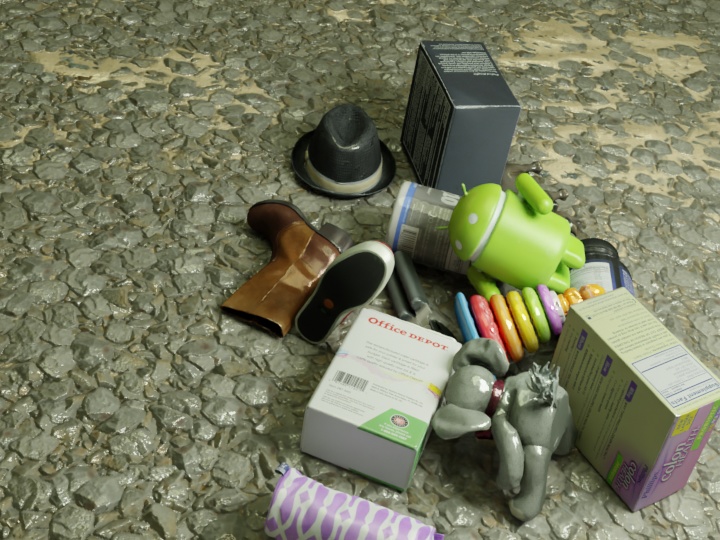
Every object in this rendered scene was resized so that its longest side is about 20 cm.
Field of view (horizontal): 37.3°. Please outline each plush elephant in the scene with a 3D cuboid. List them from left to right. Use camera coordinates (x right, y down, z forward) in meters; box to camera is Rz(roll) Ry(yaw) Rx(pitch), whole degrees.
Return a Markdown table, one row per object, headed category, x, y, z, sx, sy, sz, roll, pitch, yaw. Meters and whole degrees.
| category | x | y | z | sx | sy | sz | roll | pitch | yaw |
| --- | --- | --- | --- | --- | --- | --- | --- | --- | --- |
| plush elephant | 0.167 | 0.175 | 1.295 | 0.153 | 0.202 | 0.165 | 13 | 45 | 26 |

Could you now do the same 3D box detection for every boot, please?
| category | x | y | z | sx | sy | sz | roll | pitch | yaw |
| --- | --- | --- | --- | --- | --- | --- | --- | --- | --- |
| boot | -0.133 | -0.002 | 1.531 | 0.186 | 0.069 | 0.200 | 27 | 55 | 20 |
| boot | 0.000 | 0.000 | 1.437 | 0.072 | 0.200 | 0.144 | 43 | 44 | -1 |

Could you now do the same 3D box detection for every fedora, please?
| category | x | y | z | sx | sy | sz | roll | pitch | yaw |
| --- | --- | --- | --- | --- | --- | --- | --- | --- | --- |
| fedora | -0.022 | -0.208 | 1.750 | 0.197 | 0.093 | 0.202 | 6 | 40 | -5 |

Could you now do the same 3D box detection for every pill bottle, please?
| category | x | y | z | sx | sy | sz | roll | pitch | yaw |
| --- | --- | --- | --- | --- | --- | --- | --- | --- | --- |
| pill bottle | 0.143 | -0.053 | 1.589 | 0.197 | 0.115 | 0.114 | 16 | 40 | 6 |
| pill bottle | 0.335 | 0.048 | 1.513 | 0.110 | 0.113 | 0.201 | 9 | 39 | -1 |

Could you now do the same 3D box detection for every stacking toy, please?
| category | x | y | z | sx | sy | sz | roll | pitch | yaw |
| --- | --- | --- | --- | --- | --- | --- | --- | --- | --- |
| stacking toy | 0.231 | 0.061 | 1.417 | 0.197 | 0.117 | 0.111 | -23 | 44 | 7 |

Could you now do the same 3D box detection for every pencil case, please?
| category | x | y | z | sx | sy | sz | roll | pitch | yaw |
| --- | --- | --- | --- | --- | --- | --- | --- | --- | --- |
| pencil case | -0.012 | 0.288 | 1.185 | 0.197 | 0.085 | 0.085 | 22 | 18 | 12 |

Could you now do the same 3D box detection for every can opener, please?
| category | x | y | z | sx | sy | sz | roll | pitch | yaw |
| --- | --- | --- | --- | --- | --- | --- | --- | --- | --- |
| can opener | 0.079 | 0.056 | 1.508 | 0.066 | 0.053 | 0.201 | 26 | 28 | -39 |

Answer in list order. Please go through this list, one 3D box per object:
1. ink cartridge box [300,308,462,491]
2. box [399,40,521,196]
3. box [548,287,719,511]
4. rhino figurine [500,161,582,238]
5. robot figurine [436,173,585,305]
| category | x | y | z | sx | sy | sz | roll | pitch | yaw |
| --- | --- | --- | --- | --- | --- | --- | --- | --- | --- |
| ink cartridge box | 0.029 | 0.157 | 1.340 | 0.143 | 0.085 | 0.201 | 19 | 40 | 10 |
| box | 0.159 | -0.236 | 1.741 | 0.121 | 0.202 | 0.200 | -2 | 42 | -15 |
| box | 0.335 | 0.158 | 1.332 | 0.095 | 0.178 | 0.200 | -15 | 45 | -27 |
| rhino figurine | 0.290 | -0.109 | 1.729 | 0.086 | 0.060 | 0.201 | -12 | 46 | -29 |
| robot figurine | 0.209 | -0.044 | 1.471 | 0.198 | 0.177 | 0.116 | 27 | 27 | -2 |
